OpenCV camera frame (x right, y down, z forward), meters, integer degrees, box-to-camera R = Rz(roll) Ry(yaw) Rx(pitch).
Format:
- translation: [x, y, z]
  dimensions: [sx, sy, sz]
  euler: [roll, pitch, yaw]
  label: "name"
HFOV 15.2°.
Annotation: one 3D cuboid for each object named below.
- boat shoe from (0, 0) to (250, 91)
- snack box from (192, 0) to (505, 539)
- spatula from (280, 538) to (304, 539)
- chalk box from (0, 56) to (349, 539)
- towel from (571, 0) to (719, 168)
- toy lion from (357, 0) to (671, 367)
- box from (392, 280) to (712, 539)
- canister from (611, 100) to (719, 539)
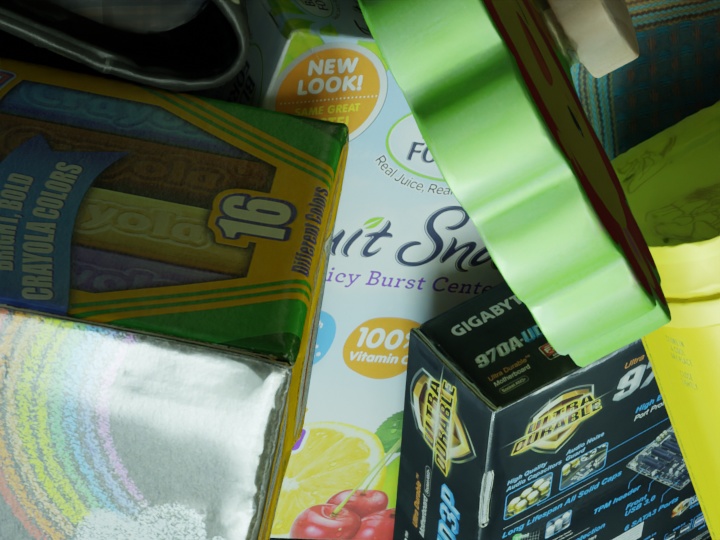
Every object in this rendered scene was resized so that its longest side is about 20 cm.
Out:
- translation: [-0.110, -0.105, 0.749]
  dimensions: [0.199, 0.057, 0.069]
  euler: [20, 119, -35]
  label: "boat shoe"
- translation: [0.000, 0.000, 0.888]
  dimensions: [0.141, 0.053, 0.201]
  euler: [4, 126, -28]
  label: "snack box"
- translation: [-0.038, 0.179, 1.017]
  dimensions: [0.056, 0.021, 0.201]
  euler: [20, 121, 15]
  label: "spatula"
- translation: [-0.115, 0.019, 0.783]
  dimensions: [0.199, 0.124, 0.125]
  euler: [13, 125, 1]
  label: "chalk box"
- translation: [0.117, -0.107, 0.826]
  dimensions: [0.146, 0.022, 0.201]
  euler: [-15, 117, -20]
  label: "towel"
- translation: [0.020, -0.079, 0.698]
  dimensions: [0.068, 0.192, 0.201]
  euler: [-27, 110, 11]
  label: "toy lion"
- translation: [0.103, 0.046, 0.927]
  dimensions: [0.199, 0.046, 0.160]
  euler: [-27, 144, -25]
  label: "box"
- translation: [0.167, 0.040, 0.837]
  dimensions: [0.148, 0.087, 0.201]
  euler: [-27, 115, -11]
  label: "canister"
